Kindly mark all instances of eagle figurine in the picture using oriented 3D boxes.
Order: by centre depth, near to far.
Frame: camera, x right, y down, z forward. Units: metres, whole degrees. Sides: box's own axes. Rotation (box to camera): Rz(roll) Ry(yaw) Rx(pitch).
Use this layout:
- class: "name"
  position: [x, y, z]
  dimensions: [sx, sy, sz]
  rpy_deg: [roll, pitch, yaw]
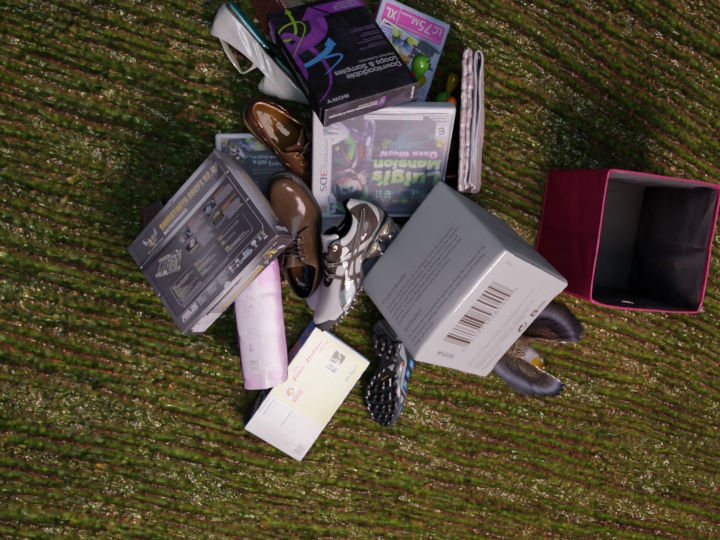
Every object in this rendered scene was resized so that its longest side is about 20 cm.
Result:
- class: "eagle figurine"
  position: [0.269, 0.125, 1.131]
  dimensions: [0.198, 0.153, 0.151]
  rpy_deg: [18, 139, -42]

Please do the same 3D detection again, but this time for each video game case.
- class: "video game case"
  position: [0.028, -0.157, 0.977]
  dimensions: [0.196, 0.024, 0.184]
  rpy_deg: [-1, 131, -6]
- class: "video game case"
  position: [-0.123, -0.122, 1.056]
  dimensions: [0.196, 0.023, 0.185]
  rpy_deg: [-3, 98, -10]

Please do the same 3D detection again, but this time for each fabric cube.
- class: "fabric cube"
  position: [0.415, -0.053, 1.083]
  dimensions: [0.193, 0.199, 0.204]
  rpy_deg: [5, 96, -13]

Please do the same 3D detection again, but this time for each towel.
- class: "towel"
  position: [0.170, -0.219, 1.021]
  dimensions: [0.032, 0.191, 0.204]
  rpy_deg: [3, 98, 11]

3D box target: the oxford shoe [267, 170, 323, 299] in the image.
- class: "oxford shoe"
  position: [-0.091, -0.047, 0.981]
  dimensions: [0.071, 0.085, 0.202]
  rpy_deg: [-8, 122, 11]

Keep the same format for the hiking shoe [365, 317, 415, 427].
- class: "hiking shoe"
  position: [0.063, 0.164, 1.103]
  dimensions: [0.086, 0.074, 0.203]
  rpy_deg: [-18, 124, -46]

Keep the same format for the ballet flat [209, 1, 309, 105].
- class: "ballet flat"
  position: [-0.146, -0.308, 1.012]
  dimensions: [0.069, 0.069, 0.200]
  rpy_deg: [-45, 99, -2]

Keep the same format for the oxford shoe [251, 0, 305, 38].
- class: "oxford shoe"
  position: [-0.091, -0.370, 1.018]
  dimensions: [0.074, 0.071, 0.201]
  rpy_deg: [-44, 102, -31]

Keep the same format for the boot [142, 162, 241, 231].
- class: "boot"
  position: [-0.236, -0.053, 1.001]
  dimensions: [0.198, 0.070, 0.148]
  rpy_deg: [-24, 85, 17]

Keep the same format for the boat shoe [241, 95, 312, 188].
- class: "boat shoe"
  position: [-0.093, -0.183, 1.006]
  dimensions: [0.199, 0.068, 0.072]
  rpy_deg: [39, 89, -15]

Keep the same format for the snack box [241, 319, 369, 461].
- class: "snack box"
  position: [-0.088, 0.195, 1.091]
  dimensions: [0.116, 0.037, 0.201]
  rpy_deg: [36, 89, -22]

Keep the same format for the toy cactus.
- class: "toy cactus"
  position: [0.078, -0.213, 1.020]
  dimensions: [0.162, 0.103, 0.202]
  rpy_deg: [-13, 126, 2]

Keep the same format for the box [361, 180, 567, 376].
- class: "box"
  position: [0.151, 0.019, 0.995]
  dimensions: [0.199, 0.172, 0.200]
  rpy_deg: [20, 115, -47]

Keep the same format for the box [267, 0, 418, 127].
- class: "box"
  position: [-0.027, -0.294, 0.922]
  dimensions: [0.141, 0.036, 0.202]
  rpy_deg: [-21, 64, -18]

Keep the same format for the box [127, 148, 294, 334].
- class: "box"
  position: [-0.208, -0.037, 0.921]
  dimensions: [0.200, 0.048, 0.159]
  rpy_deg: [-44, 71, 15]

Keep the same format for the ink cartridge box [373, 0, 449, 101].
- class: "ink cartridge box"
  position: [0.053, -0.308, 1.059]
  dimensions: [0.118, 0.042, 0.203]
  rpy_deg: [18, 96, -14]

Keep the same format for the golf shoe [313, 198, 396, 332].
- class: "golf shoe"
  position: [-0.033, -0.012, 0.986]
  dimensions: [0.094, 0.078, 0.202]
  rpy_deg: [27, 91, -26]

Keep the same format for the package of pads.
- class: "package of pads"
  position: [-0.153, 0.064, 1.013]
  dimensions: [0.074, 0.121, 0.203]
  rpy_deg: [-6, 105, -7]

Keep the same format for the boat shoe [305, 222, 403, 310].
- class: "boat shoe"
  position: [-0.001, -0.002, 1.070]
  dimensions: [0.199, 0.068, 0.074]
  rpy_deg: [-44, 64, 16]
